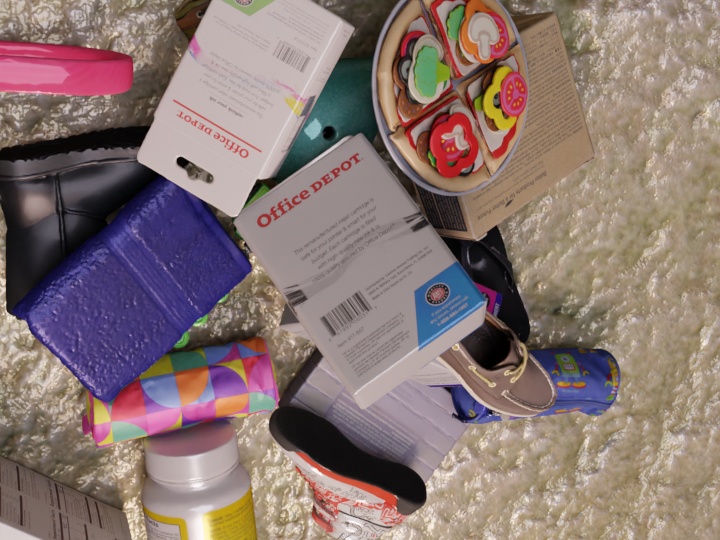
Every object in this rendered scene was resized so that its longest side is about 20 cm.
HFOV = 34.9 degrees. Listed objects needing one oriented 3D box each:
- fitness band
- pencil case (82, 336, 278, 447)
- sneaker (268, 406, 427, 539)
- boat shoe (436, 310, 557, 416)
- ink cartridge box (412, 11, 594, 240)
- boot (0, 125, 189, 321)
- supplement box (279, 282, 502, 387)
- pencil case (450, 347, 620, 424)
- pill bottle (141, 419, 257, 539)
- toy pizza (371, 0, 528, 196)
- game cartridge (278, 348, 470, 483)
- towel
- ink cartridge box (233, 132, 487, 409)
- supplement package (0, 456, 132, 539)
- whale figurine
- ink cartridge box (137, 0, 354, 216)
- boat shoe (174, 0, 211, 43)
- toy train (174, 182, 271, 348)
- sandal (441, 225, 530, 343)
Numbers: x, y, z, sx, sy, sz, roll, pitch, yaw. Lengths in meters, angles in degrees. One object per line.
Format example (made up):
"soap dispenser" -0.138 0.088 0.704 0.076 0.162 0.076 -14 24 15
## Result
"fitness band" -0.300 -0.179 1.002 0.198 0.144 0.038 -1 104 -19
"pencil case" -0.184 0.122 1.160 0.198 0.088 0.089 -9 107 -14
"sneaker" -0.036 0.228 1.227 0.201 0.068 0.108 30 125 -22
"boat shoe" 0.128 0.083 1.136 0.200 0.059 0.072 39 65 -22
"ink cartridge box" 0.134 -0.149 1.162 0.199 0.075 0.166 -33 115 -32
"boot" -0.248 -0.044 1.096 0.199 0.076 0.169 -13 115 -24
"supplement box" 0.032 0.042 1.179 0.199 0.103 0.102 22 73 -25
"pencil case" 0.195 0.128 1.275 0.199 0.087 0.078 1 131 -26
"pill bottle" -0.165 0.262 1.185 0.113 0.114 0.202 -9 108 -16
"toy pizza" 0.093 -0.170 1.059 0.199 0.032 0.202 -5 98 -38
"game cartridge" 0.019 0.153 1.263 0.200 0.038 0.130 37 95 -23
"towel" -0.211 0.013 1.076 0.200 0.049 0.148 -44 130 -13
"ink cartridge box" 0.000 0.000 1.047 0.146 0.084 0.201 -34 74 -4
"supplement package" -0.343 0.291 1.112 0.199 0.151 0.152 31 94 -23
"whale figurine" -0.016 -0.160 1.126 0.199 0.104 0.160 -31 112 -11
"ink cartridge box" -0.105 -0.162 1.037 0.117 0.067 0.201 31 99 4
"boat shoe" -0.087 -0.281 1.086 0.200 0.072 0.068 -43 114 -4
"toy train" -0.145 -0.006 1.160 0.056 0.042 0.200 42 89 -14
"sandal" 0.139 0.005 1.256 0.076 0.043 0.201 -34 112 -7
